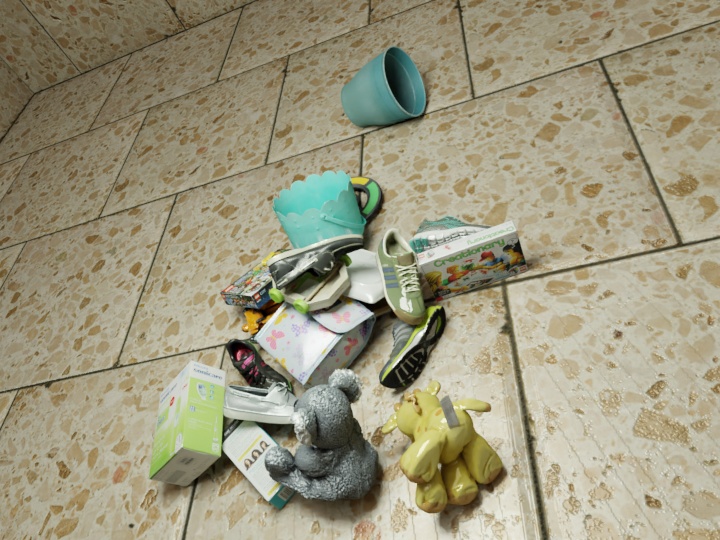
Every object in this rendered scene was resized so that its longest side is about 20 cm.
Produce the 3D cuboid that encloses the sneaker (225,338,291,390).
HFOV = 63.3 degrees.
[{"bbox_3d":[-0.224,0.216,1.237,0.200,0.084,0.077,36,82,32],"label":"sneaker"}]

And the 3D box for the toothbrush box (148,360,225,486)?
[{"bbox_3d":[-0.352,0.312,1.195,0.146,0.086,0.200,-43,35,31],"label":"toothbrush box"}]

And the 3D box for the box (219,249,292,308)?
[{"bbox_3d":[-0.219,0.016,1.394,0.137,0.038,0.200,2,34,46],"label":"box"}]

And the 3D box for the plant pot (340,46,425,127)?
[{"bbox_3d":[0.054,-0.502,1.666,0.188,0.200,0.200,-16,44,38],"label":"plant pot"}]

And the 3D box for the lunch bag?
[{"bbox_3d":[-0.089,0.124,1.204,0.170,0.127,0.200,36,79,32],"label":"lunch bag"}]

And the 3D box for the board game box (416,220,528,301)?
[{"bbox_3d":[0.227,-0.016,1.177,0.200,0.126,0.035,-20,45,12],"label":"board game box"}]

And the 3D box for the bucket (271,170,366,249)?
[{"bbox_3d":[-0.092,-0.130,1.367,0.207,0.135,0.207,-16,31,10],"label":"bucket"}]

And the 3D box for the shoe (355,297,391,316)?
[{"bbox_3d":[0.002,0.086,1.271,0.200,0.053,0.070,-17,66,20],"label":"shoe"}]

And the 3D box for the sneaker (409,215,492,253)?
[{"bbox_3d":[0.208,-0.088,1.291,0.200,0.078,0.091,-1,48,26],"label":"sneaker"}]

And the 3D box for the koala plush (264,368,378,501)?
[{"bbox_3d":[-0.055,0.273,0.995,0.184,0.200,0.177,22,38,33],"label":"koala plush"}]

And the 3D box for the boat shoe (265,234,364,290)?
[{"bbox_3d":[-0.082,-0.019,1.153,0.200,0.072,0.068,-20,78,-13],"label":"boat shoe"}]

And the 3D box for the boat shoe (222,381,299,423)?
[{"bbox_3d":[-0.172,0.256,1.148,0.201,0.070,0.072,3,93,3],"label":"boat shoe"}]

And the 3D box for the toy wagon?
[{"bbox_3d":[-0.118,0.010,1.198,0.200,0.040,0.155,19,53,34],"label":"toy wagon"}]

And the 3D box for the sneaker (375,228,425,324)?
[{"bbox_3d":[0.081,0.003,1.152,0.067,0.090,0.200,-7,51,-18],"label":"sneaker"}]

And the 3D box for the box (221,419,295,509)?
[{"bbox_3d":[-0.194,0.361,1.129,0.082,0.049,0.200,-46,46,-15],"label":"box"}]

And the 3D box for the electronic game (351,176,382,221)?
[{"bbox_3d":[-0.038,-0.171,1.518,0.200,0.042,0.200,-15,46,16],"label":"electronic game"}]

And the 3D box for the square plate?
[{"bbox_3d":[0.000,0.000,1.262,0.200,0.028,0.198,17,30,31],"label":"square plate"}]

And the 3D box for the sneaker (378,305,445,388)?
[{"bbox_3d":[0.092,0.148,1.156,0.081,0.074,0.200,10,50,42],"label":"sneaker"}]

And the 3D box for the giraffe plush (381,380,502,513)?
[{"bbox_3d":[0.117,0.271,0.974,0.172,0.200,0.162,-10,12,-21],"label":"giraffe plush"}]

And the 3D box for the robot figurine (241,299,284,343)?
[{"bbox_3d":[-0.181,0.097,1.349,0.200,0.058,0.145,-28,44,3],"label":"robot figurine"}]
